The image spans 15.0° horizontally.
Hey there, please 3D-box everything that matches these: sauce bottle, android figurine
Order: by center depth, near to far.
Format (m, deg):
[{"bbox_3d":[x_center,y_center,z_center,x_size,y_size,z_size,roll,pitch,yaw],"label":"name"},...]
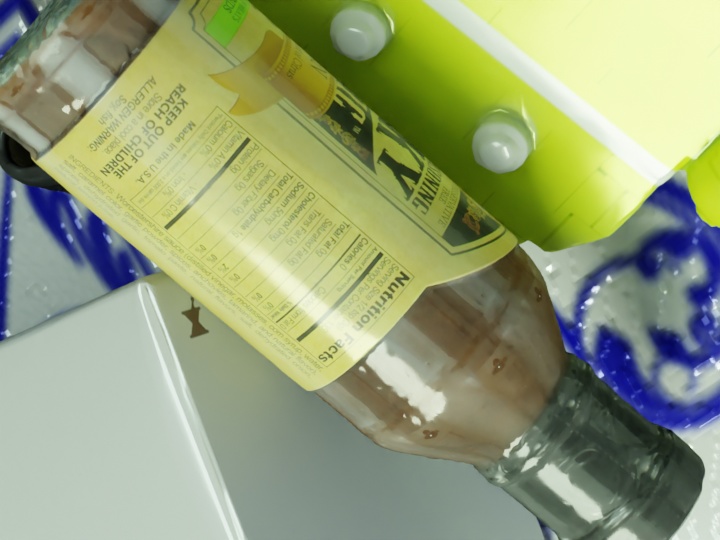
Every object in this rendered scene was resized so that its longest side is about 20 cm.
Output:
[{"bbox_3d":[0.047,-0.081,0.661,0.182,0.041,0.200,39,123,-10],"label":"android figurine"},{"bbox_3d":[0.000,0.000,0.670,0.200,0.065,0.065,41,127,-14],"label":"sauce bottle"}]

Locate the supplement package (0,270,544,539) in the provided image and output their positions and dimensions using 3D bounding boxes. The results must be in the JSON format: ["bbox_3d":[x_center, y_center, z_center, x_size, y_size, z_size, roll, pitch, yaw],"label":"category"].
[{"bbox_3d":[-0.069,0.075,0.769,0.200,0.121,0.120,-23,86,39],"label":"supplement package"}]

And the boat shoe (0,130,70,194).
[{"bbox_3d":[-0.030,-0.085,0.737,0.073,0.065,0.200,50,124,19],"label":"boat shoe"}]
